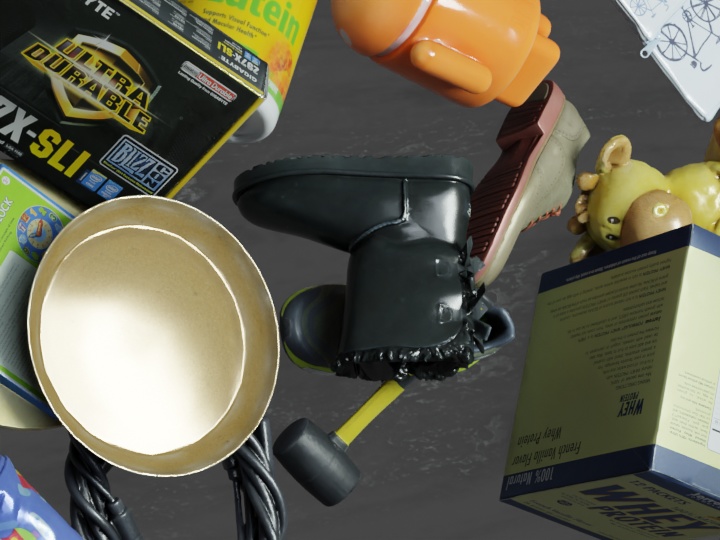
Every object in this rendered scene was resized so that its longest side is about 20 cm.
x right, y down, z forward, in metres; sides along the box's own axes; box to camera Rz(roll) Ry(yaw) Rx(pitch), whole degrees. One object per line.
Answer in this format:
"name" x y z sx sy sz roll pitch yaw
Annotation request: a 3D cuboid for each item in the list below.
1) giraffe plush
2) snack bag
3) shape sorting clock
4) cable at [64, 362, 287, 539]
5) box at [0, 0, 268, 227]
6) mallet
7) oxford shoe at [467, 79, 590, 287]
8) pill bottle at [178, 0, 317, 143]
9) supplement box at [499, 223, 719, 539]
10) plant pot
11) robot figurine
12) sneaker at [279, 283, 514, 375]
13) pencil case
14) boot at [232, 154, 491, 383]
"giraffe plush" 0.261 -0.052 1.783 0.162 0.200 0.173 -4 99 -24
"snack bag" 0.300 -0.254 1.939 0.200 0.021 0.189 52 58 -12
"shape sorting clock" -0.242 0.016 1.526 0.200 0.039 0.200 13 66 -31
"cable" -0.132 0.163 1.555 0.163 0.051 0.200 2 79 -32
"box" -0.190 -0.135 1.518 0.200 0.160 0.049 34 33 -22
"mallet" 0.015 0.083 1.623 0.066 0.041 0.200 38 93 -17
"oxford shoe" 0.138 -0.059 1.765 0.075 0.070 0.200 40 62 -24
"pill bottle" -0.089 -0.206 1.630 0.111 0.111 0.200 27 66 -24
"supplement box" 0.233 0.097 1.709 0.134 0.200 0.200 23 67 -25
"plant pot" -0.149 0.047 1.532 0.200 0.027 0.200 9 74 -33
"robot figurine" 0.060 -0.204 1.723 0.200 0.117 0.144 24 70 -26
"sneaker" 0.030 0.039 1.666 0.200 0.081 0.074 -1 79 -32
"pencil case" -0.211 0.219 1.476 0.200 0.078 0.087 49 57 -14
"boot" 0.000 0.000 1.605 0.198 0.073 0.163 -2 70 9
